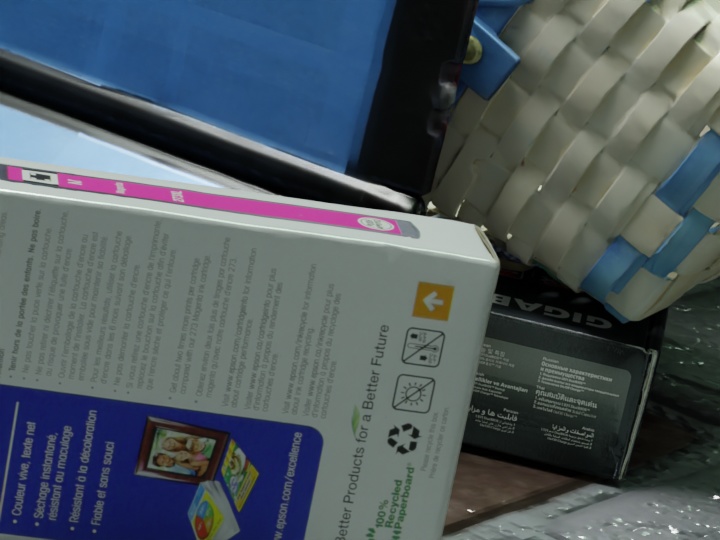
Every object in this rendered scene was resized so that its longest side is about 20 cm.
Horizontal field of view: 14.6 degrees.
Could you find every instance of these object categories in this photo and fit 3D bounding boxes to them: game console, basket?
[{"bbox_3d":[-0.083,-0.055,0.796,0.200,0.119,0.172,21,52,19],"label":"game console"},{"bbox_3d":[0.058,-0.084,0.874,0.200,0.139,0.176,48,29,13],"label":"basket"}]

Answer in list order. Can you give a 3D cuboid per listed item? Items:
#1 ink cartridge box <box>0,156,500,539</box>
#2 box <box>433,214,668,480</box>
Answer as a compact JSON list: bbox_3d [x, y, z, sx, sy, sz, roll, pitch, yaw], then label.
[{"bbox_3d":[-0.071,0.023,0.715,0.200,0.095,0.037,7,18,-13],"label":"ink cartridge box"},{"bbox_3d":[0.000,0.000,0.917,0.200,0.046,0.159,13,18,6],"label":"box"}]
